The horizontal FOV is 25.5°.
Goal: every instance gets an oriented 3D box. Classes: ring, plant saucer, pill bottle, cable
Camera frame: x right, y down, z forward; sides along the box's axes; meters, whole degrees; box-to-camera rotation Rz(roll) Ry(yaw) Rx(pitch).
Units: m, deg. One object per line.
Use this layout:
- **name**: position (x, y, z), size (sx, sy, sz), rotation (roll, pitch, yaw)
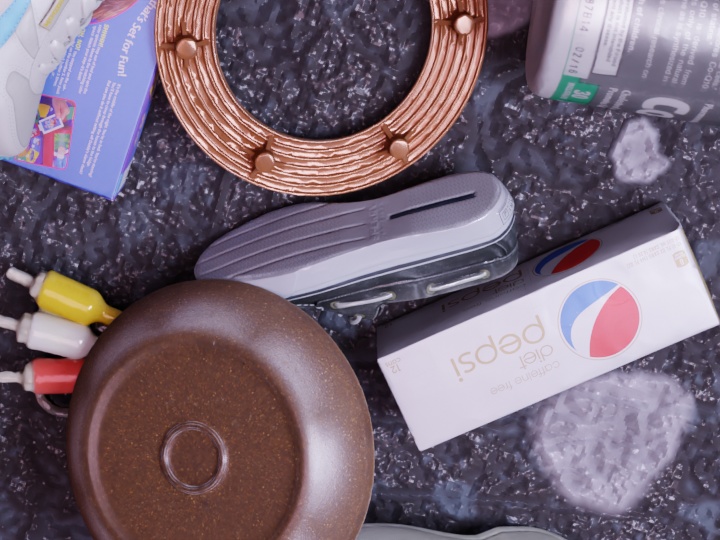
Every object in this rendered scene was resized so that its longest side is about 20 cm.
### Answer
- **ring**: position (-0.019, -0.137, 0.920), size (0.199, 0.019, 0.202), rotation (-5, 112, -11)
- **plant saucer**: position (-0.091, 0.106, 0.923), size (0.199, 0.037, 0.202), rotation (1, 92, 19)
- **pill bottle**: position (0.200, -0.139, 0.893), size (0.198, 0.113, 0.114), rotation (9, 107, -2)
- **cable**: position (-0.128, 0.056, 0.984), size (0.198, 0.050, 0.098), rotation (9, 103, -1)

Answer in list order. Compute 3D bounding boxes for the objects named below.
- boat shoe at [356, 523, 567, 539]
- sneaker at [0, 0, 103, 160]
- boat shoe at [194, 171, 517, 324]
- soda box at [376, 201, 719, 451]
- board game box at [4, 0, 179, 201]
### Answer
- **boat shoe**: position (0.054, 0.197, 0.985), size (0.200, 0.072, 0.061), rotation (7, 109, -32)
- **sneaker**: position (-0.171, -0.154, 0.864), size (0.080, 0.077, 0.202), rotation (12, 108, -5)
- **boat shoe**: position (0.000, 0.000, 0.957), size (0.198, 0.072, 0.071), rotation (-10, 127, 14)
- **soda box**: position (0.111, 0.033, 0.971), size (0.199, 0.064, 0.069), rotation (-24, 105, 7)
- **board game box**: position (-0.173, -0.159, 0.925), size (0.133, 0.045, 0.201), rotation (20, 106, -5)
